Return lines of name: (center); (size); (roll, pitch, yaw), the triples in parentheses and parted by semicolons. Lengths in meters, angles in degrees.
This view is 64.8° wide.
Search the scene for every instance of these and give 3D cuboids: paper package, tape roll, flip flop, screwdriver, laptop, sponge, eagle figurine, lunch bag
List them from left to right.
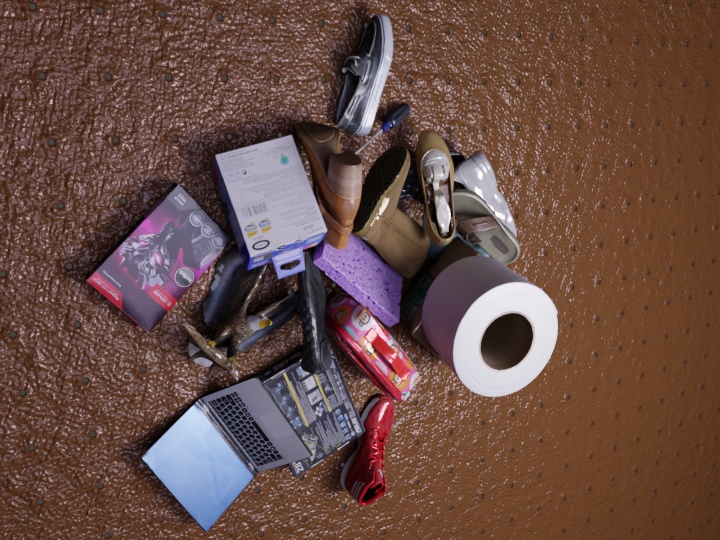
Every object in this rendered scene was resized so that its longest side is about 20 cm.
laptop: (-0.217, 0.310, 0.951); (0.196, 0.117, 0.190); (-22, 114, 22)
eagle figurine: (-0.190, 0.074, 0.936); (0.154, 0.147, 0.203); (97, 14, -48)
sponge: (0.000, 0.000, 1.017); (0.199, 0.029, 0.113); (42, 37, -26)
lunch bag: (0.021, 0.137, 1.006); (0.082, 0.175, 0.201); (-44, 114, -12)
screwdriver: (0.031, -0.236, 0.995); (0.201, 0.029, 0.028); (-52, 155, -32)
paper package: (0.198, 0.074, 1.104); (0.190, 0.104, 0.201); (39, 95, -25)
flip flop: (0.220, -0.075, 1.057); (0.199, 0.081, 0.058); (41, 39, -14)
tape roll: (0.221, 0.093, 0.985); (0.196, 0.139, 0.209); (-5, 111, -15)

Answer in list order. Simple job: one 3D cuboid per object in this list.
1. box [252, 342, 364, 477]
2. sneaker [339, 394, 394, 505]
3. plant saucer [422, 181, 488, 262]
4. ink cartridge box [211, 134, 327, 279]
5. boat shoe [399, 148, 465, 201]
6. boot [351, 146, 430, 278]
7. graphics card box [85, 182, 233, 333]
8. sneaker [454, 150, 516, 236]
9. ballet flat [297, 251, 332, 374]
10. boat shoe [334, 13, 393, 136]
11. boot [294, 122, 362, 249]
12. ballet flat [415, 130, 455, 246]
box: (-0.095, 0.251, 1.042); (0.159, 0.049, 0.205); (-29, 111, -21)
sneaker: (0.036, 0.351, 1.087); (0.077, 0.115, 0.206); (18, 91, -27)
plant saucer: (0.216, -0.093, 1.140); (0.195, 0.036, 0.207); (-5, 102, -26)
ink cartridge box: (-0.141, -0.093, 0.900); (0.133, 0.076, 0.205); (-19, 81, -20)
boat shoe: (0.113, -0.175, 1.056); (0.196, 0.066, 0.072); (-22, 108, -21)
boot: (0.072, -0.100, 1.018); (0.199, 0.066, 0.178); (32, 92, -50)
graphics card box: (-0.310, -0.020, 0.885); (0.201, 0.051, 0.126); (-49, 115, -12)
sneaker: (0.232, -0.124, 1.093); (0.087, 0.076, 0.202); (-31, 116, 4)
ballet flat: (-0.088, 0.072, 0.945); (0.066, 0.055, 0.207); (-2, 86, -65)
boat shoe: (0.003, -0.337, 0.969); (0.069, 0.072, 0.206); (7, 98, -31)
boot: (-0.064, -0.145, 0.940); (0.072, 0.201, 0.158); (-9, 131, -24)
ballet flat: (0.139, -0.146, 0.996); (0.066, 0.063, 0.207); (-10, 96, -1)
